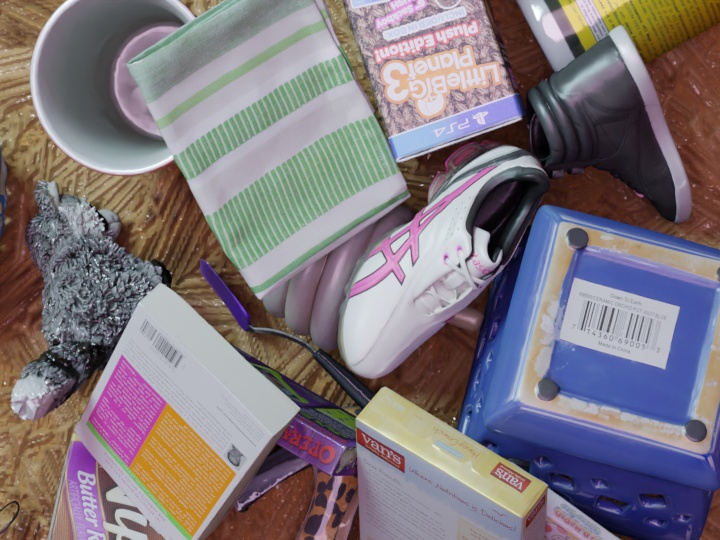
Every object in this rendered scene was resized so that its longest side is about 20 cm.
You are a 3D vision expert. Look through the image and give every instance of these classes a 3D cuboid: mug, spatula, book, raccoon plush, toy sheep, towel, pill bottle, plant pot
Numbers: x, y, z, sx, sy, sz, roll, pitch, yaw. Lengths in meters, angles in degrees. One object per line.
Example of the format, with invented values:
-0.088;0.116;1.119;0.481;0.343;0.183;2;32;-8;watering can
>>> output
-0.144;-0.123;1.629;0.133;0.200;0.178;-40;91;6;mug
-0.049;0.058;1.697;0.200;0.057;0.021;36;75;7;spatula
-0.132;0.110;1.599;0.134;0.200;0.048;43;54;6;book
-0.231;0.011;1.659;0.134;0.200;0.097;38;120;8;raccoon plush
0.000;0.000;1.661;0.199;0.138;0.139;23;96;14;toy sheep
-0.058;-0.098;1.544;0.152;0.023;0.201;-35;118;-18;towel
0.217;-0.220;1.635;0.199;0.112;0.113;-28;91;7;pill bottle
0.183;0.069;1.595;0.199;0.180;0.201;15;73;3;plant pot

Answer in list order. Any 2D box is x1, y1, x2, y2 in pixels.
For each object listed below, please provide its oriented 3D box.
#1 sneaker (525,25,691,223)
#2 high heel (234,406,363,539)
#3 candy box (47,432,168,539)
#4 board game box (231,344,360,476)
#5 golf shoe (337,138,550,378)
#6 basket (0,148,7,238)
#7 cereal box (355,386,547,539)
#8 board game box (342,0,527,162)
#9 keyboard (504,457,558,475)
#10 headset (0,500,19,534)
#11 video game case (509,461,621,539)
0.179;-0.090;1.628;0.099;0.200;0.071;-25;49;6;sneaker
0.002;0.211;1.707;0.142;0.071;0.201;-30;89;4;high heel
-0.185;0.235;1.680;0.116;0.056;0.201;14;68;-8;candy box
-0.071;0.096;1.648;0.199;0.120;0.032;29;94;24;board game box
0.057;-0.007;1.567;0.073;0.092;0.200;37;86;-24;golf shoe
-0.353;-0.054;1.650;0.175;0.200;0.140;5;95;3;basket
0.064;0.185;1.592;0.144;0.200;0.040;30;57;22;cereal box
0.046;-0.190;1.629;0.096;0.159;0.201;-18;92;7;board game box
0.109;0.152;1.724;0.199;0.011;0.056;-27;86;6;keyboard
-0.280;0.271;1.722;0.123;0.094;0.201;-4;105;5;headset
0.144;0.231;1.638;0.182;0.200;0.023;35;60;-2;video game case
